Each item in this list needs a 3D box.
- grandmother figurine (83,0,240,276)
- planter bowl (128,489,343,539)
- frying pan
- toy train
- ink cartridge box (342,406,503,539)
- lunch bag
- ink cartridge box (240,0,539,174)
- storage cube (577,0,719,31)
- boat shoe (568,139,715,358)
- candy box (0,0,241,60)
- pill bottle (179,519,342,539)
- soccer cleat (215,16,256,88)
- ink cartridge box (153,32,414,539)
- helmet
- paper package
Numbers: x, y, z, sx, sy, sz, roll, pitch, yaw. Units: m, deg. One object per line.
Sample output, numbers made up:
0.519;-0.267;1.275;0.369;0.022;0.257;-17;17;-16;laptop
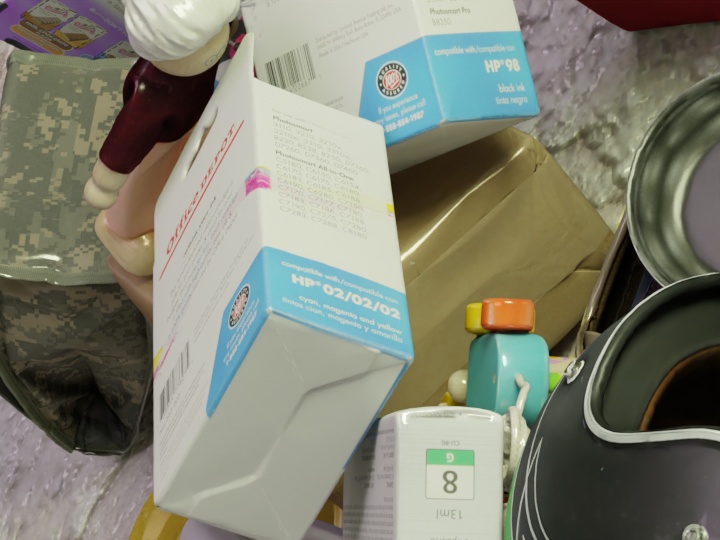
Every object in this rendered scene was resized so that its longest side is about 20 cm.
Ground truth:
-0.087;-0.080;1.116;0.200;0.060;0.122;107;-177;-63;grandmother figurine
-0.063;0.151;1.224;0.200;0.083;0.201;-33;42;35;planter bowl
0.203;-0.048;1.018;0.190;0.031;0.115;-23;63;15;frying pan
0.065;0.105;1.038;0.200;0.055;0.151;104;165;-44;toy train
0.022;0.158;0.968;0.161;0.050;0.201;145;125;-80;ink cartridge box
-0.159;-0.005;1.401;0.200;0.117;0.164;89;-176;-55;lunch bag
0.000;-0.149;1.090;0.116;0.067;0.201;-19;82;48;ink cartridge box
0.149;-0.229;1.138;0.171;0.180;0.201;4;70;54;storage cube
0.124;0.037;1.077;0.072;0.059;0.200;12;76;55;boat shoe
-0.108;-0.178;1.456;0.200;0.168;0.072;-24;49;42;candy box
-0.054;0.219;1.110;0.112;0.112;0.201;33;110;57;pill bottle
-0.043;-0.118;1.385;0.200;0.086;0.070;-18;42;62;soccer cleat
-0.038;0.003;1.017;0.115;0.068;0.200;-59;23;33;ink cartridge box
0.145;0.108;0.880;0.191;0.200;0.200;27;88;57;helmet
0.000;0.000;1.191;0.191;0.104;0.200;-42;31;-10;paper package
